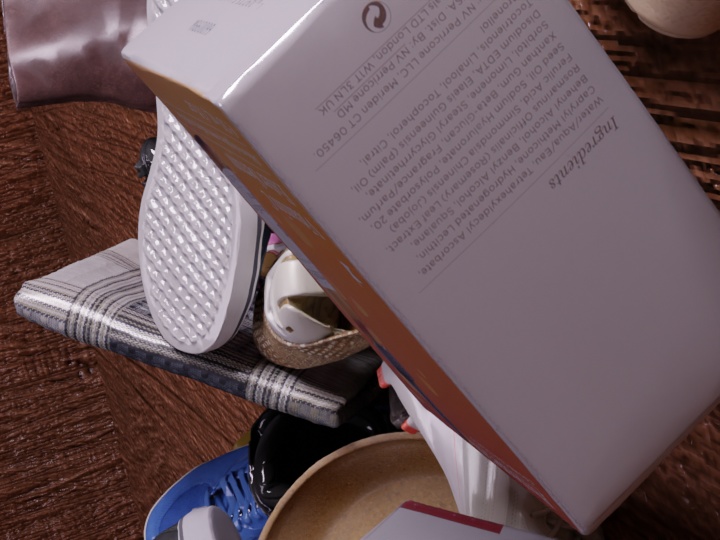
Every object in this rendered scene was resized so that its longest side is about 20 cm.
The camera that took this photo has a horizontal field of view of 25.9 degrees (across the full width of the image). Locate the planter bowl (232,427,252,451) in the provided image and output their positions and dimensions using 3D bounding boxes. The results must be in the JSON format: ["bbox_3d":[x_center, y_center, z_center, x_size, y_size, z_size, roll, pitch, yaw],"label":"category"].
[{"bbox_3d":[-0.046,0.164,1.060,0.200,0.083,0.202,174,90,-81],"label":"planter bowl"}]

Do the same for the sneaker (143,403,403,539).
[{"bbox_3d":[-0.059,0.126,0.934,0.111,0.198,0.077,35,-140,-64],"label":"sneaker"}]

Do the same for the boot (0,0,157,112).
[{"bbox_3d":[-0.140,-0.192,0.971,0.072,0.165,0.202,124,142,-67],"label":"boot"}]

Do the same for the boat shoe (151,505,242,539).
[{"bbox_3d":[-0.075,0.203,0.767,0.069,0.056,0.201,58,-171,-37],"label":"boat shoe"}]

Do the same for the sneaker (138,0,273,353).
[{"bbox_3d":[-0.062,-0.060,0.793,0.078,0.079,0.202,13,105,37],"label":"sneaker"}]

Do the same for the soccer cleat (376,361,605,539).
[{"bbox_3d":[0.078,0.097,0.740,0.078,0.069,0.201,-43,68,35],"label":"soccer cleat"}]

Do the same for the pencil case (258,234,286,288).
[{"bbox_3d":[-0.048,-0.090,0.915,0.082,0.086,0.202,-2,98,49],"label":"pencil case"}]

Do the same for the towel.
[{"bbox_3d":[-0.075,0.031,0.901,0.200,0.191,0.035,-25,-47,-77],"label":"towel"}]

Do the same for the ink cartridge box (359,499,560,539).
[{"bbox_3d":[0.055,0.229,0.664,0.145,0.144,0.201,3,125,55],"label":"ink cartridge box"}]

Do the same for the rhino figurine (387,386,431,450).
[{"bbox_3d":[0.016,0.005,0.843,0.060,0.087,0.202,-26,79,32],"label":"rhino figurine"}]

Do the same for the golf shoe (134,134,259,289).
[{"bbox_3d":[-0.057,-0.030,1.022,0.077,0.095,0.201,-14,119,35],"label":"golf shoe"}]

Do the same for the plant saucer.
[{"bbox_3d":[0.036,0.183,0.818,0.035,0.199,0.202,-2,-107,-69],"label":"plant saucer"}]

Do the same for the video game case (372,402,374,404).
[{"bbox_3d":[-0.026,-0.016,1.063,0.144,0.018,0.201,-121,21,-43],"label":"video game case"}]

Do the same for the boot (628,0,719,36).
[{"bbox_3d":[0.084,-0.186,0.449,0.201,0.072,0.167,-118,32,-41],"label":"boot"}]

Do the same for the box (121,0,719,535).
[{"bbox_3d":[0.030,-0.030,0.557,0.200,0.106,0.152,50,173,-22],"label":"box"}]

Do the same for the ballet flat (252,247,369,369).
[{"bbox_3d":[0.000,0.000,0.746,0.199,0.065,0.071,-22,67,41],"label":"ballet flat"}]
